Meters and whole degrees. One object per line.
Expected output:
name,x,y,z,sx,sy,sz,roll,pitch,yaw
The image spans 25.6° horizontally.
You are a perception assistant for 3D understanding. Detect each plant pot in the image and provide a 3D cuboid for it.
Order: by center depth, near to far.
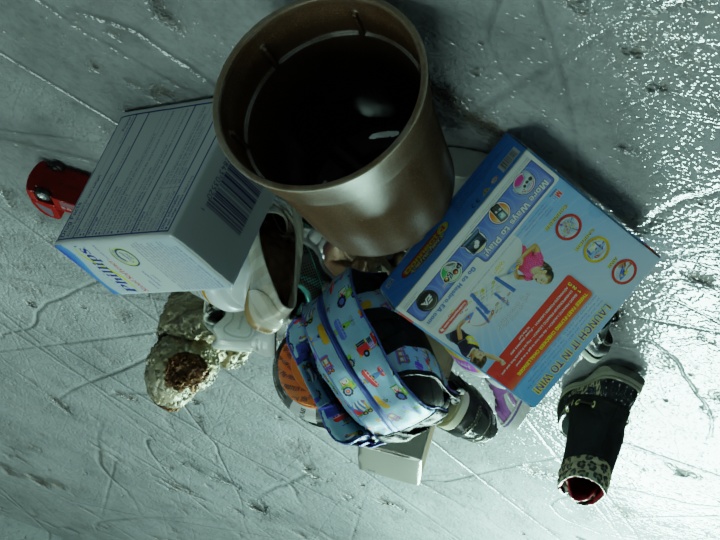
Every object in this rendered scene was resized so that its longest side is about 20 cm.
plant pot,-0.008,-0.120,1.465,0.200,0.200,0.198,11,161,23

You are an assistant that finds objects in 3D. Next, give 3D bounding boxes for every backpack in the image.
backpack,0.004,0.090,1.625,0.134,0.183,0.200,-28,170,9

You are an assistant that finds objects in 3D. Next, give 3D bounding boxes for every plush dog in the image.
plush dog,-0.225,0.098,2.070,0.160,0.172,0.200,25,156,-3

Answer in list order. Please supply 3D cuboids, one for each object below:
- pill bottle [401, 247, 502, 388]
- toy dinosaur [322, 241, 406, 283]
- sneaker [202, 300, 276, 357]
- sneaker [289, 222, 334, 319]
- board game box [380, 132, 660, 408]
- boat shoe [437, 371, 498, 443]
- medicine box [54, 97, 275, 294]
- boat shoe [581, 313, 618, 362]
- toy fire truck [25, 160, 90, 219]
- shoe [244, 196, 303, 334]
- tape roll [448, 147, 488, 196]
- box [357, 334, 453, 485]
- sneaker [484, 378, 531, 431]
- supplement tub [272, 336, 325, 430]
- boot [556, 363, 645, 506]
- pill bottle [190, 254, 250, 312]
pill bottle,0.125,0.045,1.673,0.104,0.104,0.200,4,149,35
toy dinosaur,0.000,0.000,1.806,0.135,0.086,0.200,10,147,40
sneaker,-0.150,0.033,1.891,0.081,0.200,0.075,-5,119,-10
sneaker,-0.064,0.026,1.892,0.078,0.091,0.200,7,151,31
board game box,0.156,0.003,1.547,0.196,0.200,0.056,36,-172,-27
boat shoe,0.116,0.169,1.981,0.068,0.072,0.200,25,-176,-16
medicine box,-0.198,-0.078,1.690,0.200,0.182,0.103,-3,144,43
boat shoe,0.243,0.042,1.697,0.066,0.075,0.199,-33,147,15
toy fire truck,-0.309,-0.060,1.974,0.200,0.049,0.141,17,155,12
shoe,-0.088,-0.030,1.692,0.070,0.200,0.053,12,149,-23
tape roll,0.122,-0.054,1.645,0.203,0.037,0.203,18,154,9
box,0.059,0.143,1.886,0.078,0.200,0.095,14,155,7
sneaker,0.169,0.115,1.910,0.114,0.073,0.201,23,145,8
supplement tub,-0.039,0.126,1.901,0.122,0.123,0.200,19,172,9
boot,0.266,0.209,1.905,0.073,0.154,0.204,24,155,-3
pill bottle,-0.165,-0.022,1.799,0.200,0.109,0.109,27,162,39
